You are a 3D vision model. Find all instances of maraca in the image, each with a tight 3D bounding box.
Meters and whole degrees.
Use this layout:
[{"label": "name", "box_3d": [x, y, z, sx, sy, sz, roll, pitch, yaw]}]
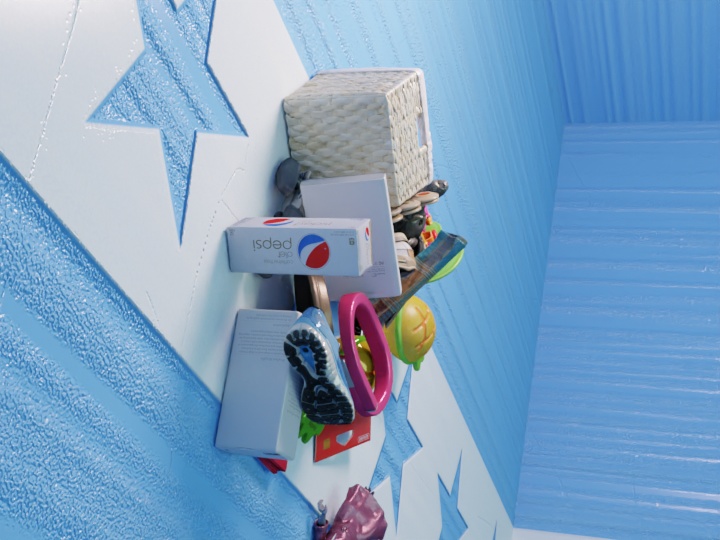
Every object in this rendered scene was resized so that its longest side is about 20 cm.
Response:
[{"label": "maraca", "box_3d": [-0.042, 0.192, 1.682, 0.201, 0.106, 0.137, -55, 154, -9]}, {"label": "maraca", "box_3d": [0.104, 0.126, 2.097, 0.200, 0.105, 0.140, 53, 46, -61]}]

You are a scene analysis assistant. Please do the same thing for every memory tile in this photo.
[{"label": "memory tile", "box_3d": [0.018, -0.104, 1.692, 0.152, 0.198, 0.017, -27, 112, -43]}]

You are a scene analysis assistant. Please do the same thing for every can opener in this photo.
[{"label": "can opener", "box_3d": [-0.125, -0.085, 1.569, 0.067, 0.053, 0.202, 39, 48, -25]}]

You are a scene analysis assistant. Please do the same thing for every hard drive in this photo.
[{"label": "hard drive", "box_3d": [-0.013, -0.048, 1.589, 0.026, 0.129, 0.203, -78, 162, -60]}]

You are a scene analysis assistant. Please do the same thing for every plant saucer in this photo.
[{"label": "plant saucer", "box_3d": [-0.071, 0.074, 1.590, 0.200, 0.029, 0.204, 173, -90, -78]}]

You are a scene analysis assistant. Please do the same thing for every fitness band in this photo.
[{"label": "fitness band", "box_3d": [0.007, 0.129, 1.582, 0.145, 0.037, 0.202, -71, 147, -50]}]

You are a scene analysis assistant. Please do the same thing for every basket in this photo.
[{"label": "basket", "box_3d": [0.000, -0.212, 1.670, 0.161, 0.196, 0.202, -48, 136, -58]}]

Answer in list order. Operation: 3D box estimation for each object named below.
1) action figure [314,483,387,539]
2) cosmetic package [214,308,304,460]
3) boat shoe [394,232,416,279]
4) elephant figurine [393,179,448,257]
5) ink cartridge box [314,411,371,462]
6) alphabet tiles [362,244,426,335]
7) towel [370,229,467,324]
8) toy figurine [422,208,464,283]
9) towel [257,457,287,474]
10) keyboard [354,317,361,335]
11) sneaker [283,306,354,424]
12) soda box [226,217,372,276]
[{"label": "action figure", "box_3d": [-0.038, 0.467, 1.817, 0.199, 0.134, 0.149, -34, 167, -52]}, {"label": "cosmetic package", "box_3d": [-0.133, 0.160, 1.466, 0.074, 0.100, 0.204, 43, 52, -63]}, {"label": "boat shoe", "box_3d": [0.000, 0.000, 1.703, 0.075, 0.197, 0.069, 96, -31, -59]}, {"label": "elephant figurine", "box_3d": [0.059, -0.067, 1.830, 0.155, 0.197, 0.144, 12, -59, 69]}, {"label": "ink cartridge box", "box_3d": [-0.014, 0.236, 1.842, 0.199, 0.044, 0.180, -7, 98, -60]}, {"label": "alphabet tiles", "box_3d": [0.063, 0.051, 1.873, 0.201, 0.007, 0.167, -55, -170, 13]}, {"label": "towel", "box_3d": [0.091, 0.007, 1.758, 0.022, 0.200, 0.147, 48, -2, -12]}, {"label": "toy figurine", "box_3d": [0.114, -0.106, 2.136, 0.202, 0.148, 0.186, -98, 165, -53]}, {"label": "towel", "box_3d": [-0.132, 0.195, 1.588, 0.145, 0.022, 0.203, 57, 37, -55]}, {"label": "keyboard", "box_3d": [0.000, 0.092, 1.924, 0.104, 0.039, 0.203, 59, 36, -58]}, {"label": "sneaker", "box_3d": [-0.046, 0.136, 1.458, 0.091, 0.077, 0.203, -70, 153, -49]}, {"label": "soda box", "box_3d": [-0.084, -0.034, 1.440, 0.064, 0.196, 0.069, -38, 127, -64]}]
